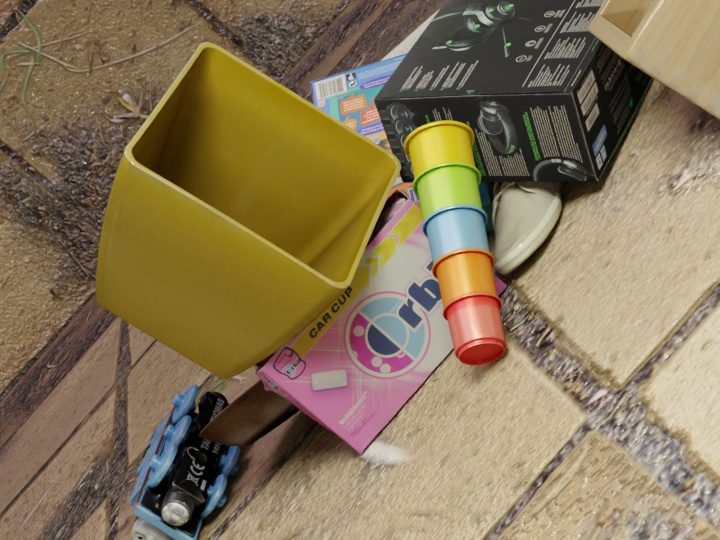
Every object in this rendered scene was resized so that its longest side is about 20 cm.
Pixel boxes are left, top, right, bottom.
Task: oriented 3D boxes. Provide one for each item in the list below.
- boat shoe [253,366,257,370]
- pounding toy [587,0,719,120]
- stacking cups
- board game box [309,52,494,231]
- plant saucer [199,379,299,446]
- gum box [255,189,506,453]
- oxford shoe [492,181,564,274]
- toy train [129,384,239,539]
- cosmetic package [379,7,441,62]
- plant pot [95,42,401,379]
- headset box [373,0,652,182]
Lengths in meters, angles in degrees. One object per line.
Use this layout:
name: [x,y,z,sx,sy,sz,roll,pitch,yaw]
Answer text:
boat shoe: [-0.090,0.081,1.709,0.073,0.063,0.200,-49,14,-5]
pounding toy: [0.295,-0.214,1.198,0.200,0.142,0.184,-57,11,13]
stacking cups: [0.080,-0.020,1.288,0.060,0.060,0.201,-37,53,41]
board game box: [0.040,-0.110,1.522,0.152,0.045,0.201,-15,56,10]
plant saucer: [-0.058,0.105,1.492,0.200,0.037,0.200,-37,-5,-3]
gum box: [0.011,0.046,1.367,0.200,0.113,0.066,-49,13,1]
oxford shoe: [0.139,-0.068,1.401,0.075,0.058,0.200,-36,20,37]
toy train: [-0.177,0.202,1.624,0.114,0.087,0.200,-52,13,28]
cosmetic package: [0.071,-0.200,1.719,0.200,0.081,0.113,-48,-6,-42]
plant pot: [-0.111,-0.034,1.353,0.177,0.200,0.200,-54,7,37]
headset box: [0.130,-0.160,1.398,0.199,0.093,0.174,1,39,30]
